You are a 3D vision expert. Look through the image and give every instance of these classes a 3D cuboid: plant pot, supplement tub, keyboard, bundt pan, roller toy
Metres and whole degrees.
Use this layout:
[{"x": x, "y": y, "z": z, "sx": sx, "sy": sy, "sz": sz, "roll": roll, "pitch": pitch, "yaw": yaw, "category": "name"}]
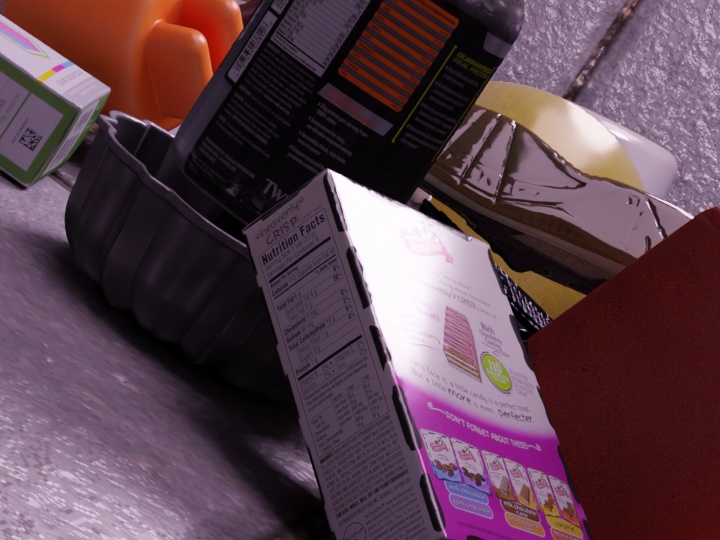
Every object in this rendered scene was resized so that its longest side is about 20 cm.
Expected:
[{"x": 0.199, "y": 0.085, "z": 1.261, "sx": 0.200, "sy": 0.200, "sz": 0.177, "roll": 21, "pitch": 36, "yaw": -55, "category": "plant pot"}, {"x": 0.078, "y": -0.003, "z": 1.560, "sx": 0.200, "sy": 0.200, "sz": 0.142, "roll": 34, "pitch": 35, "yaw": -2, "category": "plant pot"}, {"x": 0.002, "y": -0.110, "z": 1.239, "sx": 0.122, "sy": 0.200, "sz": 0.123, "roll": 34, "pitch": 9, "yaw": -6, "category": "supplement tub"}, {"x": 0.104, "y": 0.029, "z": 1.381, "sx": 0.200, "sy": 0.040, "sz": 0.104, "roll": 39, "pitch": 24, "yaw": -53, "category": "keyboard"}, {"x": -0.073, "y": 0.002, "z": 1.271, "sx": 0.201, "sy": 0.076, "sz": 0.202, "roll": 34, "pitch": 10, "yaw": -7, "category": "bundt pan"}, {"x": 0.259, "y": -0.106, "z": 2.779, "sx": 0.199, "sy": 0.140, "sz": 0.182, "roll": 26, "pitch": 2, "yaw": -33, "category": "roller toy"}]

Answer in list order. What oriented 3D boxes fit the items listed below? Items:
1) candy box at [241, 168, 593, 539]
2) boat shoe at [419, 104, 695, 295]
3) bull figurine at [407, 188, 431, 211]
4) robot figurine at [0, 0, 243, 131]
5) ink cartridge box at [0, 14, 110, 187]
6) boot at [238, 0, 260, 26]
[{"x": 0.030, "y": 0.064, "z": 1.126, "sx": 0.136, "sy": 0.061, "sz": 0.201, "roll": 24, "pitch": 40, "yaw": -48, "category": "candy box"}, {"x": 0.097, "y": -0.029, "z": 1.342, "sx": 0.200, "sy": 0.066, "sz": 0.072, "roll": 26, "pitch": 48, "yaw": 8, "category": "boat shoe"}, {"x": 0.000, "y": 0.000, "z": 1.414, "sx": 0.199, "sy": 0.122, "sz": 0.065, "roll": 18, "pitch": 45, "yaw": 8, "category": "bull figurine"}, {"x": -0.169, "y": -0.154, "z": 1.533, "sx": 0.199, "sy": 0.145, "sz": 0.117, "roll": 17, "pitch": -5, "yaw": 27, "category": "robot figurine"}, {"x": -0.248, "y": -0.132, "z": 1.388, "sx": 0.200, "sy": 0.059, "sz": 0.104, "roll": 34, "pitch": 9, "yaw": -2, "category": "ink cartridge box"}, {"x": -0.084, "y": -0.160, "z": 1.668, "sx": 0.188, "sy": 0.199, "sz": 0.069, "roll": -38, "pitch": 113, "yaw": -46, "category": "boot"}]
